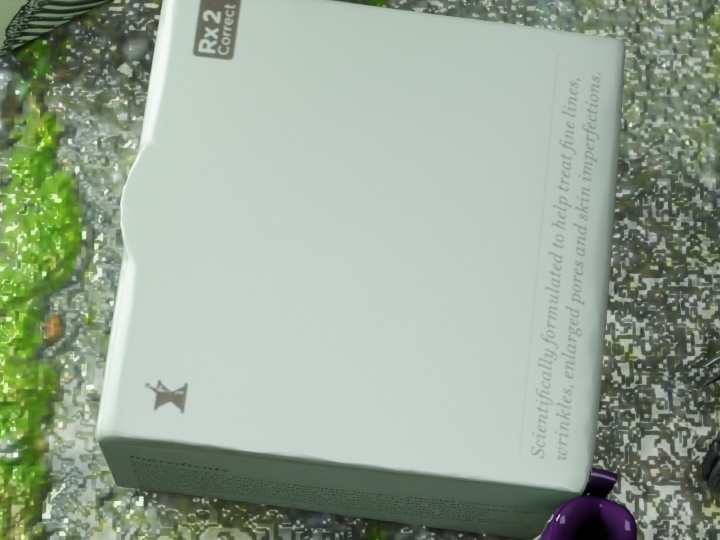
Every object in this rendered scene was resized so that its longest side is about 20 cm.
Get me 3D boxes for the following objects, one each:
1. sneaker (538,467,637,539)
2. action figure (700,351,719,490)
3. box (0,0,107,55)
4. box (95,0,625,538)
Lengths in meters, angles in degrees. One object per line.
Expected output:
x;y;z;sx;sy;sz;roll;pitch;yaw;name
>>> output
0.082;0.174;0.736;0.074;0.088;0.200;0;53;-7;sneaker
0.222;0.094;0.891;0.130;0.069;0.200;-17;73;0;action figure
-0.108;-0.180;0.935;0.200;0.082;0.068;-29;78;-9;box
0.000;0.000;0.867;0.200;0.131;0.199;7;75;-1;box
